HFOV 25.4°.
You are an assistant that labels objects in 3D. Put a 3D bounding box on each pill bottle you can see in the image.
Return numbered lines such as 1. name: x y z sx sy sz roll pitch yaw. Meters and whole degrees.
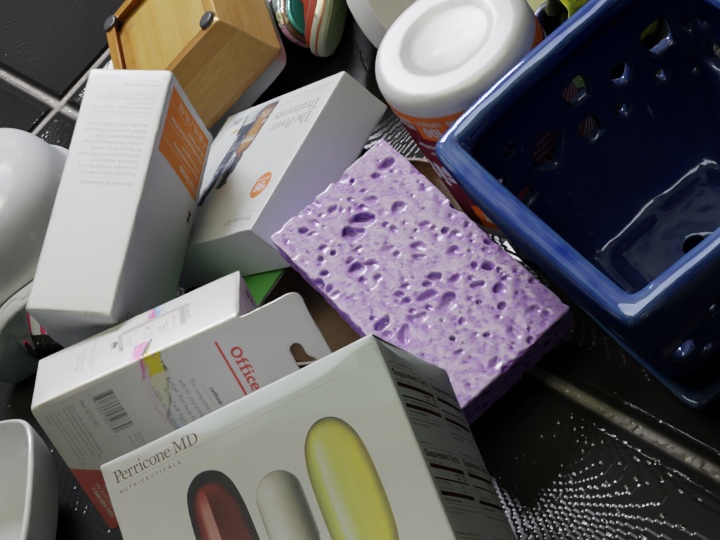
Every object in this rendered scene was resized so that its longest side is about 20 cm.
1. pill bottle: 0.101 -0.095 1.099 0.113 0.200 0.113 -19 47 21

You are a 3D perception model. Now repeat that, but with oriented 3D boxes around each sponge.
1. sponge: 0.040 0.007 1.100 0.112 0.030 0.200 -41 60 -9

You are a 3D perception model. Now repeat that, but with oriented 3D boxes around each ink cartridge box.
1. ink cartridge box: -0.111 0.082 1.107 0.199 0.117 0.068 -23 28 8

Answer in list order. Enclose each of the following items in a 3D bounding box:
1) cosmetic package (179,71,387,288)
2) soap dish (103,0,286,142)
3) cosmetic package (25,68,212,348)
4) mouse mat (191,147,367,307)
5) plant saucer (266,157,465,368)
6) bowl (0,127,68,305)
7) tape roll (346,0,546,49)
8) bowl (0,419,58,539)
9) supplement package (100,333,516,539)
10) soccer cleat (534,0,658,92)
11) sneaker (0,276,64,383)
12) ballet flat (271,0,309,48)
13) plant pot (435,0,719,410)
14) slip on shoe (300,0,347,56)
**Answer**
1. cosmetic package: -0.080 -0.067 1.259 0.200 0.052 0.151 -11 47 58
2. soap dish: -0.152 -0.202 1.421 0.157 0.081 0.200 -44 38 20
3. cosmetic package: -0.176 -0.039 1.193 0.071 0.101 0.201 4 67 16
4. mouse mat: -0.079 -0.016 1.250 0.200 0.008 0.161 -55 22 -12
5. plant saucer: 0.000 0.000 1.198 0.200 0.035 0.201 -25 36 20
6. bowl: -0.356 -0.062 1.470 0.200 0.090 0.202 -19 46 21
7. tape roll: 0.080 -0.241 1.249 0.203 0.203 0.037 -58 10 -19
8. bowl: -0.312 0.227 1.210 0.199 0.075 0.200 -19 46 21
9. supplement package: -0.015 0.175 0.945 0.191 0.147 0.201 -27 70 13
10. soccer cleat: 0.174 -0.192 1.208 0.065 0.084 0.200 7 50 41
11. sneaker: -0.225 0.064 1.285 0.200 0.083 0.121 -41 54 29
12. ballet flat: -0.045 -0.264 1.449 0.071 0.069 0.200 -24 38 42
13. plant pot: 0.199 -0.045 0.993 0.200 0.180 0.200 -42 52 -1
14. slip on shoe: -0.044 -0.271 1.371 0.061 0.074 0.201 -7 69 5
